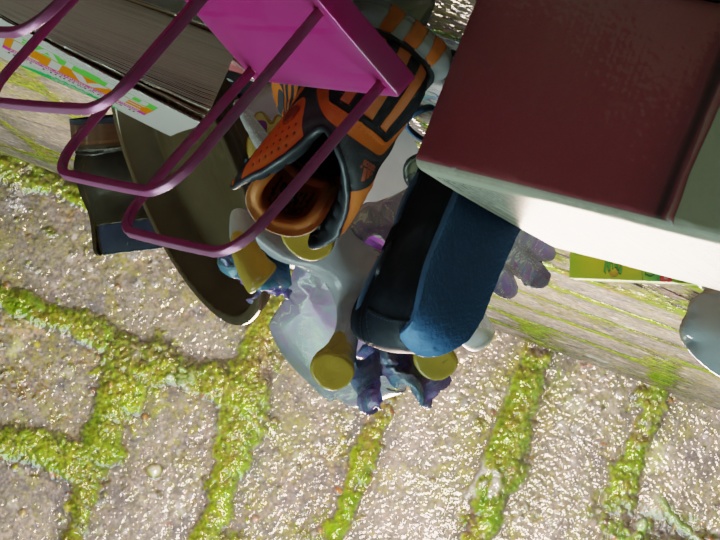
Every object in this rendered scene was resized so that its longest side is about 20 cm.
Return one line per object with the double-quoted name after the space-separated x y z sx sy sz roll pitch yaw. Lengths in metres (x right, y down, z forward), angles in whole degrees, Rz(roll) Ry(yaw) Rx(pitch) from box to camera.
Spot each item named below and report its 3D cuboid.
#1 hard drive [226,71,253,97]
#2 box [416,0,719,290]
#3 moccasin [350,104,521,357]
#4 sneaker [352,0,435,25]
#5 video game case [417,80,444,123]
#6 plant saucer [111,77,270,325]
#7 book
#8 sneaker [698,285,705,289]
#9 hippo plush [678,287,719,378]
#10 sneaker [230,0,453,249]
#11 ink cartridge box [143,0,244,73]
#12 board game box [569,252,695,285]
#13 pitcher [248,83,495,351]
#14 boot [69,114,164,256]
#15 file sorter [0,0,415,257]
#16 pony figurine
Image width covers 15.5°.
-0.101 -0.151 1.723 0.139 0.038 0.200 16 175 41 "hard drive"
0.149 -0.060 1.243 0.200 0.109 0.128 16 172 42 "box"
0.047 -0.046 1.345 0.068 0.200 0.081 -5 133 44 "moccasin"
-0.019 -0.131 1.467 0.080 0.071 0.200 26 167 -8 "sneaker"
0.093 -0.094 1.638 0.182 0.024 0.200 17 175 38 "video game case"
-0.099 -0.063 1.616 0.029 0.201 0.200 -23 -168 -20 "plant saucer"
-0.145 -0.121 1.418 0.133 0.048 0.200 24 176 -8 "book"
0.292 0.002 1.567 0.199 0.076 0.070 18 175 27 "sneaker"
0.269 0.015 1.361 0.159 0.161 0.200 37 -168 8 "hippo plush"
-0.027 -0.069 1.332 0.077 0.112 0.200 34 168 -6 "sneaker"
-0.155 -0.176 1.457 0.199 0.068 0.116 19 175 18 "ink cartridge box"
0.216 -0.014 1.721 0.101 0.048 0.200 3 180 -14 "board game box"
0.005 -0.032 1.686 0.172 0.121 0.200 48 -175 31 "pitcher"
-0.099 -0.062 1.825 0.199 0.097 0.075 -2 -174 -2 "boot"
-0.106 -0.116 1.185 0.200 0.126 0.139 48 162 -26 "file sorter"
0.000 0.000 1.459 0.193 0.166 0.200 43 -166 -21 "pony figurine"
